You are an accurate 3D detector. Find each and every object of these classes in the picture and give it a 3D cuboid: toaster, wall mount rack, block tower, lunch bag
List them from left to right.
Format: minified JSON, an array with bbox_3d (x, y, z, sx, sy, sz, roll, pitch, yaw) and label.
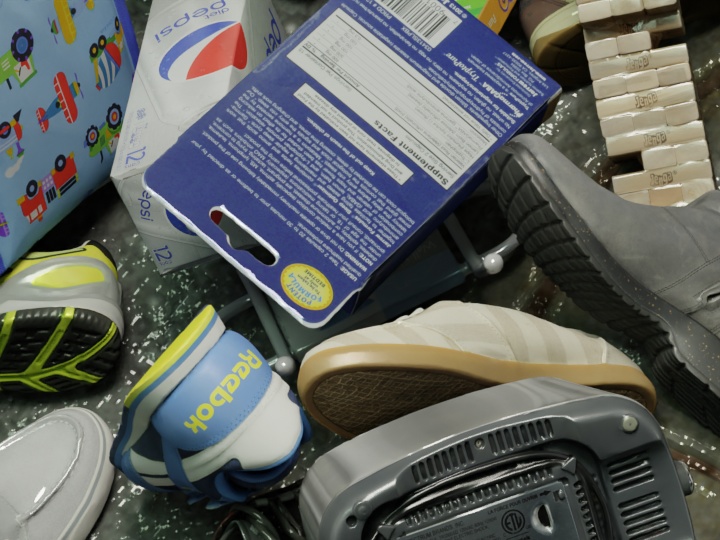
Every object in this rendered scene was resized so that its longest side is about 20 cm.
[{"bbox_3d":[-0.193,-0.125,1.467,0.094,0.201,0.151,22,47,26],"label":"lunch bag"},{"bbox_3d":[0.000,0.000,1.435,0.199,0.075,0.174,-27,38,-2],"label":"wall mount rack"},{"bbox_3d":[0.050,0.121,1.274,0.199,0.129,0.114,-20,98,-7],"label":"toaster"},{"bbox_3d":[0.144,-0.121,1.448,0.057,0.054,0.202,-10,87,9],"label":"block tower"}]

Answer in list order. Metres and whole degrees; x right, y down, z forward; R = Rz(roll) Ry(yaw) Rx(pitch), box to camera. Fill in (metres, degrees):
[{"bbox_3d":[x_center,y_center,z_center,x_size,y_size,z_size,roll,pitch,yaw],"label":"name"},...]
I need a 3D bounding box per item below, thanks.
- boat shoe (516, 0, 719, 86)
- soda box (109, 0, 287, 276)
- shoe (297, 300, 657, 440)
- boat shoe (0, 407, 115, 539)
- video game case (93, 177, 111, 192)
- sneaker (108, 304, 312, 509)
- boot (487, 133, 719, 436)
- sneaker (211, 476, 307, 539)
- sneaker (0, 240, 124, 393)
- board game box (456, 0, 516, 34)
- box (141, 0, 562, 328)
[{"bbox_3d":[0.177,-0.174,1.513,0.199,0.073,0.065,-25,59,0],"label":"boat shoe"},{"bbox_3d":[-0.082,-0.086,1.488,0.063,0.069,0.201,-16,31,15],"label":"soda box"},{"bbox_3d":[0.054,0.051,1.363,0.199,0.070,0.054,6,45,-30],"label":"shoe"},{"bbox_3d":[-0.209,0.139,1.425,0.200,0.069,0.072,-41,56,-11],"label":"boat shoe"},{"bbox_3d":[-0.221,-0.101,1.615,0.143,0.017,0.200,-34,55,-7],"label":"video game case"},{"bbox_3d":[-0.072,0.083,1.361,0.082,0.200,0.074,37,77,4],"label":"sneaker"},{"bbox_3d":[0.167,-0.024,1.385,0.200,0.070,0.132,46,75,-9],"label":"boot"},{"bbox_3d":[-0.031,0.140,1.364,0.200,0.082,0.077,-43,57,-13],"label":"sneaker"},{"bbox_3d":[-0.223,0.027,1.510,0.198,0.076,0.077,-1,43,8],"label":"sneaker"},{"bbox_3d":[0.027,-0.125,1.504,0.095,0.030,0.200,-6,35,32],"label":"board game box"},{"bbox_3d":[-0.006,-0.063,1.379,0.121,0.032,0.200,40,60,11],"label":"box"}]
